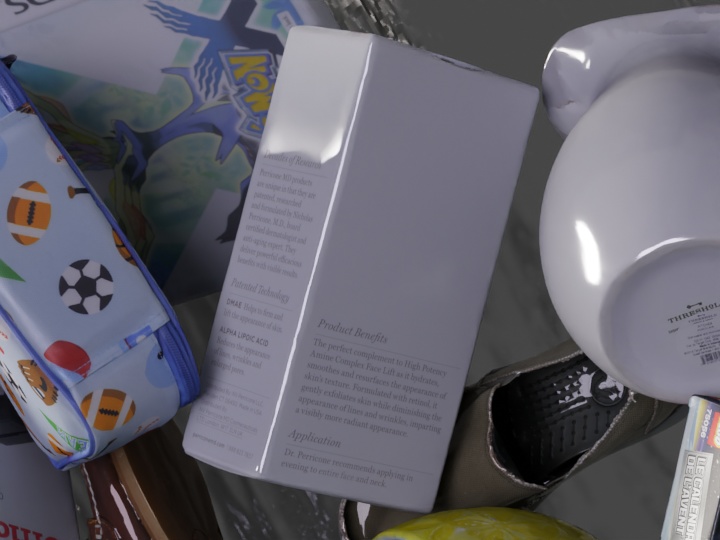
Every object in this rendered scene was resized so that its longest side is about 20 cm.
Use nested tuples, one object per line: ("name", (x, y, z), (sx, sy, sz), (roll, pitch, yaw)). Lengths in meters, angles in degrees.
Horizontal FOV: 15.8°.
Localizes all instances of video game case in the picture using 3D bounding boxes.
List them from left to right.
("video game case", (-0.085, -0.076, 1.219), (0.182, 0.022, 0.200), (-17, 123, 26))

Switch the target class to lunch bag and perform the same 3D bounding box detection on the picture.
("lunch bag", (-0.156, -0.007, 1.176), (0.076, 0.160, 0.200), (-31, 92, -15))

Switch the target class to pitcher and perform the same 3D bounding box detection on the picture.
("pitcher", (0.158, -0.043, 1.080), (0.171, 0.200, 0.121), (-22, 119, 17))

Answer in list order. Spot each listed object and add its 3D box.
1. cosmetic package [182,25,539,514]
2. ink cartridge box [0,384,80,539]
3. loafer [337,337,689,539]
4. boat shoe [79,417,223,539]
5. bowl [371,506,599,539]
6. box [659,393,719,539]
("cosmetic package", (0.000, 0.000, 1.156), (0.074, 0.102, 0.200), (12, 87, 54))
("ink cartridge box", (-0.220, 0.070, 1.248), (0.084, 0.145, 0.200), (-30, 56, 28))
("loafer", (0.063, 0.077, 1.182), (0.200, 0.070, 0.075), (-36, 73, 21))
("boat shoe", (-0.101, 0.144, 1.262), (0.070, 0.070, 0.200), (-31, 75, 21))
("bowl", (0.097, 0.180, 1.129), (0.108, 0.200, 0.200), (-27, 72, -21))
("box", (0.210, 0.132, 1.046), (0.040, 0.200, 0.137), (20, 100, 64))
